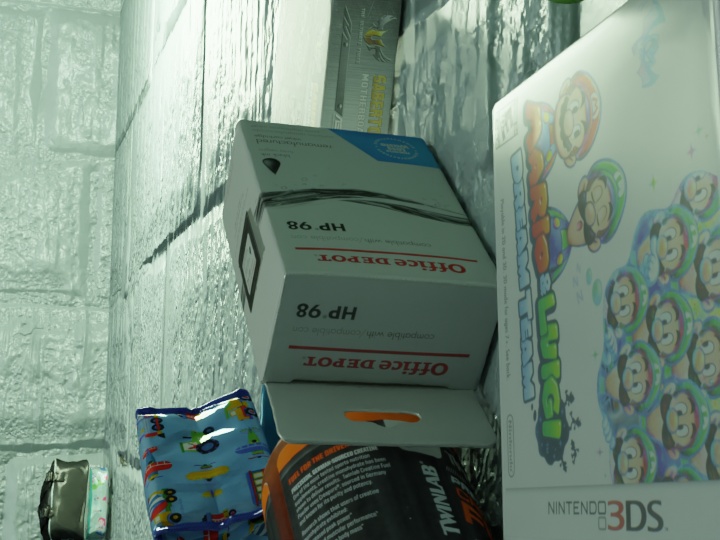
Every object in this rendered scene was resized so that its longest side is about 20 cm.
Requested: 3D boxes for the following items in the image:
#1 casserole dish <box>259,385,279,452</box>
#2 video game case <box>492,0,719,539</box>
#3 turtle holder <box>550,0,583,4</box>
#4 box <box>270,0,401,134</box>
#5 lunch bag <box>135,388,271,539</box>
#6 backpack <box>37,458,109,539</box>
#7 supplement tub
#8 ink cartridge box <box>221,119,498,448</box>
[{"bbox_3d":[-0.045,0.156,0.880,0.121,0.038,0.202,146,126,-70],"label":"casserole dish"},{"bbox_3d":[0.096,0.006,0.453,0.182,0.023,0.202,148,123,-70],"label":"video game case"},{"bbox_3d":[0.053,-0.197,0.444,0.141,0.130,0.188,-145,59,-71],"label":"turtle holder"},{"bbox_3d":[-0.026,-0.097,0.837,0.158,0.048,0.202,-142,56,-69],"label":"box"},{"bbox_3d":[-0.104,0.218,0.895,0.151,0.093,0.202,-120,24,-60],"label":"lunch bag"},{"bbox_3d":[-0.594,0.487,2.482,0.200,0.149,0.179,136,137,-57],"label":"backpack"},{"bbox_3d":[0.010,0.134,0.580,0.201,0.106,0.108,-112,30,-54],"label":"supplement tub"},{"bbox_3d":[0.000,0.000,0.620,0.201,0.115,0.067,-112,31,-54],"label":"ink cartridge box"}]
